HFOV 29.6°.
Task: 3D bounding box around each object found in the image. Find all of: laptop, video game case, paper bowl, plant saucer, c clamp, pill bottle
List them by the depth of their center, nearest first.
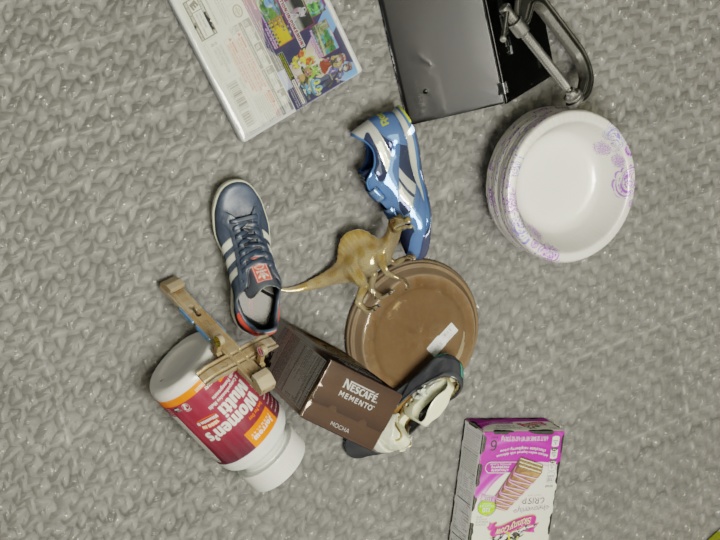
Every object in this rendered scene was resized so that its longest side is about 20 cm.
[{"bbox_3d":[-0.115,-0.289,1.672,0.181,0.023,0.201,-32,111,-13],"label":"video game case"},{"bbox_3d":[-0.163,0.180,1.714,0.110,0.109,0.200,-44,114,-7],"label":"pill bottle"},{"bbox_3d":[0.240,-0.282,1.755,0.027,0.172,0.200,-26,127,34],"label":"c clamp"},{"bbox_3d":[0.142,-0.314,1.781,0.199,0.115,0.189,-33,117,-44],"label":"laptop"},{"bbox_3d":[0.259,-0.119,1.824,0.198,0.104,0.203,-5,104,-21],"label":"paper bowl"},{"bbox_3d":[0.075,0.085,1.837,0.198,0.029,0.203,-5,104,-22],"label":"plant saucer"}]

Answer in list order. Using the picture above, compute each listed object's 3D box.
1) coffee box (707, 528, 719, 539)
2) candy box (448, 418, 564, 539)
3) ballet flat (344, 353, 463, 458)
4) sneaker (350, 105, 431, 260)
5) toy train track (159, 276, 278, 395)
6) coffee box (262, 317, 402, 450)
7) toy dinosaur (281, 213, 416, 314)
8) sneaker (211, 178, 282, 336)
[{"bbox_3d":[0.586,0.548,2.066,0.197,0.199,0.201,-37,114,-10],"label":"coffee box"},{"bbox_3d":[0.205,0.314,1.927,0.135,0.061,0.203,2,102,-24],"label":"candy box"},{"bbox_3d":[0.061,0.192,1.807,0.200,0.073,0.073,-42,115,8],"label":"ballet flat"},{"bbox_3d":[0.040,-0.107,1.756,0.081,0.074,0.202,-16,103,-12],"label":"sneaker"},{"bbox_3d":[-0.173,0.070,1.648,0.114,0.200,0.033,-28,149,-37],"label":"toy train track"},{"bbox_3d":[-0.045,0.139,1.703,0.112,0.200,0.080,29,91,-26],"label":"coffee box"},{"bbox_3d":[0.000,0.000,1.760,0.199,0.058,0.102,-32,97,17],"label":"toy dinosaur"},{"bbox_3d":[-0.133,-0.012,1.695,0.074,0.084,0.202,-16,108,-18],"label":"sneaker"}]
